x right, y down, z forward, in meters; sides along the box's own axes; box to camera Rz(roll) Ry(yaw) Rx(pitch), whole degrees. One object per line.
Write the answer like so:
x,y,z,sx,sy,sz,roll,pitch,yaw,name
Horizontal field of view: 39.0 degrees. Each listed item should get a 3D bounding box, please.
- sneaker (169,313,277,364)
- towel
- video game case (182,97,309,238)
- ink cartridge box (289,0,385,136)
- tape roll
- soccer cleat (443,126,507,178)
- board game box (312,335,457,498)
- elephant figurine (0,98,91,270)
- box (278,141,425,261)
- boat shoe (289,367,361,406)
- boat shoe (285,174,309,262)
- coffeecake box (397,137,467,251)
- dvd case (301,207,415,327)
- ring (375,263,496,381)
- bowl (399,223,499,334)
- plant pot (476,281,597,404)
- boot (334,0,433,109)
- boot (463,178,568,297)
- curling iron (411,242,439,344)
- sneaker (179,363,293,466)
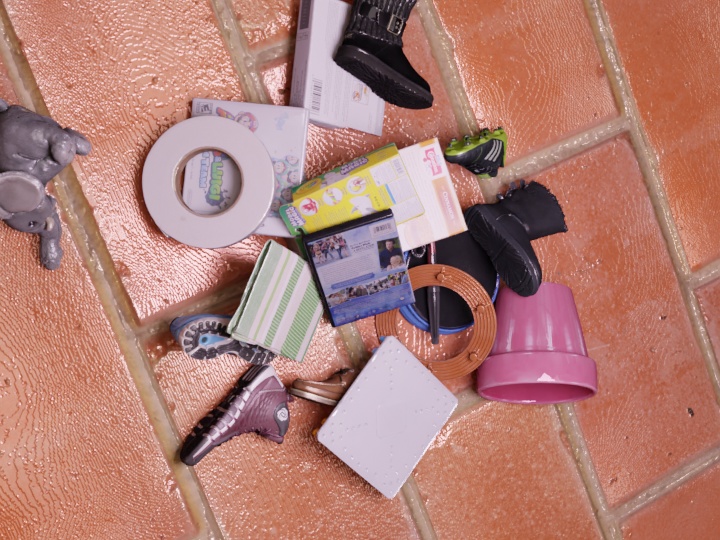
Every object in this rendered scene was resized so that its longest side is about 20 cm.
-0.203,0.092,1.560,0.200,0.090,0.079,11,100,-43,sneaker
-0.117,0.053,1.549,0.200,0.023,0.153,33,79,-57,towel
-0.177,-0.158,1.561,0.181,0.024,0.201,6,88,2,video game case
-0.030,-0.329,1.649,0.173,0.043,0.201,8,87,-45,ink cartridge box
-0.227,-0.131,1.532,0.202,0.037,0.204,0,90,1,tape roll
0.199,-0.189,1.689,0.200,0.067,0.081,-26,112,-57,soccer cleat
0.043,0.235,1.633,0.200,0.026,0.200,45,74,-32,board game box
-0.475,-0.118,1.429,0.155,0.141,0.200,29,96,9,elephant figurine
-0.015,-0.099,1.538,0.200,0.048,0.118,-25,123,4,box
-0.025,0.188,1.641,0.200,0.072,0.068,16,85,-35,boat shoe
-0.092,-0.096,1.607,0.071,0.070,0.201,-18,94,-14,boat shoe
0.052,-0.105,1.616,0.199,0.073,0.154,-18,90,6,coffeecake box
0.000,0.000,1.577,0.142,0.018,0.200,-17,134,-1,dvd case
0.122,0.088,1.663,0.200,0.019,0.201,3,105,13,ring
0.146,0.010,1.725,0.200,0.039,0.201,0,90,-22,bowl
0.296,0.121,1.716,0.199,0.200,0.180,9,72,-22,plant pot
0.059,-0.369,1.649,0.211,0.079,0.158,29,72,-41,boot
0.284,-0.060,1.712,0.162,0.073,0.198,-19,62,-32,boot
0.110,0.024,1.677,0.049,0.026,0.201,-10,100,-1,curling iron
-0.177,0.250,1.577,0.200,0.076,0.116,-47,110,-16,sneaker
